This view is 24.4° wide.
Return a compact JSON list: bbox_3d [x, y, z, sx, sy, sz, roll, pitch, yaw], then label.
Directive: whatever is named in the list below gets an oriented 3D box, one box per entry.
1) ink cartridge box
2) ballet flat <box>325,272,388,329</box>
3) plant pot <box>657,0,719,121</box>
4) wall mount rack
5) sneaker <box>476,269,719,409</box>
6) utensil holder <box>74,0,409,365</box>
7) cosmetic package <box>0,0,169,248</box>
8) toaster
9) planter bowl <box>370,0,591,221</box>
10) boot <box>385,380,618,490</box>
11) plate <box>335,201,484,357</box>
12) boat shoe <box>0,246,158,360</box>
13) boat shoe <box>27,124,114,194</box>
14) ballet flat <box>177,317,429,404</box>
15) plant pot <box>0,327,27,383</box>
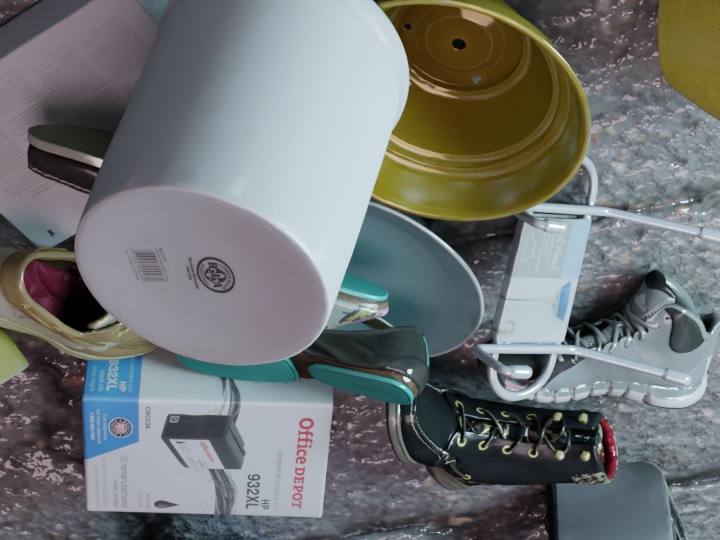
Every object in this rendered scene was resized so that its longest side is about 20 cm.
[{"bbox_3d":[-0.125,0.126,1.367,0.199,0.084,0.145,2,132,-5],"label":"ink cartridge box"},{"bbox_3d":[-0.080,0.010,1.231,0.199,0.069,0.071,23,99,-1],"label":"ballet flat"},{"bbox_3d":[0.273,-0.166,1.071,0.141,0.200,0.200,8,137,24],"label":"plant pot"},{"bbox_3d":[0.176,0.017,1.250,0.173,0.075,0.201,2,109,-31],"label":"wall mount rack"},{"bbox_3d":[0.196,0.045,1.325,0.199,0.075,0.116,4,127,-18],"label":"sneaker"},{"bbox_3d":[-0.070,-0.066,1.026,0.169,0.200,0.170,9,140,8],"label":"utensil holder"},{"bbox_3d":[-0.196,-0.114,1.169,0.200,0.052,0.151,-27,127,20],"label":"cosmetic package"},{"bbox_3d":[0.236,0.290,1.456,0.118,0.200,0.181,-15,131,17],"label":"toaster"},{"bbox_3d":[0.062,-0.131,1.130,0.200,0.084,0.201,9,140,8],"label":"planter bowl"},{"bbox_3d":[0.115,0.128,1.341,0.153,0.074,0.204,-4,157,21],"label":"boot"},{"bbox_3d":[0.000,0.000,1.267,0.199,0.026,0.200,14,145,10],"label":"plate"},{"bbox_3d":[-0.202,0.026,1.240,0.066,0.074,0.200,-2,170,38],"label":"boat shoe"},{"bbox_3d":[-0.137,-0.049,1.144,0.200,0.072,0.061,15,110,-20],"label":"boat shoe"},{"bbox_3d":[-0.041,0.057,1.283,0.199,0.069,0.068,9,152,13],"label":"ballet flat"},{"bbox_3d":[-0.369,0.056,1.230,0.200,0.200,0.142,-26,95,20],"label":"plant pot"}]
